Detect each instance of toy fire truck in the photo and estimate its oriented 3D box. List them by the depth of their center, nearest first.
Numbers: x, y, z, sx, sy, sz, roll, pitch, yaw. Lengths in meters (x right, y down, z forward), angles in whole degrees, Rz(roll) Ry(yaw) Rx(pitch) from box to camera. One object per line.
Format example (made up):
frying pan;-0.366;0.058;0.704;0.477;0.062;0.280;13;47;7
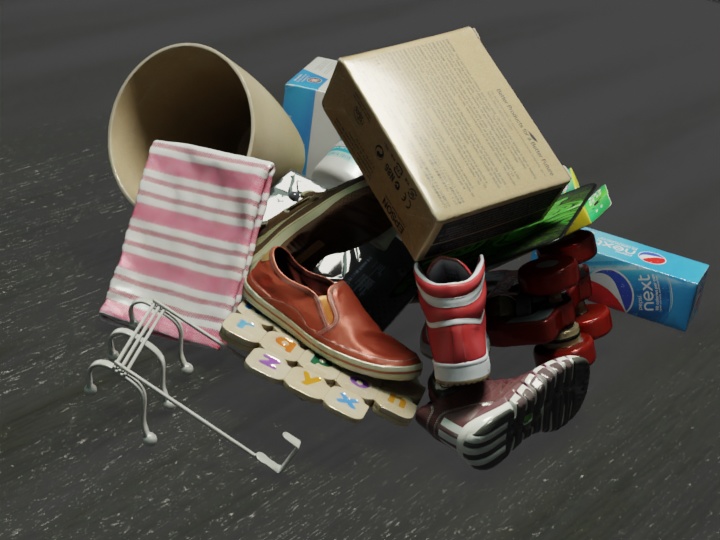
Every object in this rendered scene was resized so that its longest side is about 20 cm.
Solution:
toy fire truck;0.171;0.039;1.504;0.166;0.114;0.200;-8;16;25

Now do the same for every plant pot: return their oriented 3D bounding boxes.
plant pot;-0.147;-0.139;1.559;0.186;0.190;0.199;21;6;26

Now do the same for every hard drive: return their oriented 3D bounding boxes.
hard drive;-0.035;-0.009;1.489;0.199;0.043;0.135;35;58;14

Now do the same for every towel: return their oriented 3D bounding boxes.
towel;-0.175;-0.029;1.417;0.144;0.203;0.030;11;-10;22

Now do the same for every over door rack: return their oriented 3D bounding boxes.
over door rack;-0.142;0.111;1.281;0.198;0.067;0.148;23;25;-2

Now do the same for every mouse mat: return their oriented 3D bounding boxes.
mouse mat;0.134;-0.031;1.412;0.198;0.008;0.161;-19;15;30

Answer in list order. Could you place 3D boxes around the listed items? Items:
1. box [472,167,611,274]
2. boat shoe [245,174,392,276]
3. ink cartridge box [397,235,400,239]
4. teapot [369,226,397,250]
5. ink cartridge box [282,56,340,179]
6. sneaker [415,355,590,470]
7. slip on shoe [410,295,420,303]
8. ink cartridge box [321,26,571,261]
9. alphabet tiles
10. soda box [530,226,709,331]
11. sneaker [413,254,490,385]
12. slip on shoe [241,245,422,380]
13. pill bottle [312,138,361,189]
box;0.176;-0.051;1.529;0.198;0.049;0.117;-24;11;11
boat shoe;-0.040;-0.057;1.410;0.201;0.075;0.075;-31;50;12
ink cartridge box;-0.060;-0.043;1.674;0.198;0.051;0.162;28;27;6
teapot;0.078;-0.113;1.514;0.198;0.147;0.198;7;36;-32
ink cartridge box;0.008;-0.175;1.835;0.197;0.147;0.147;14;24;11
sneaker;0.129;0.113;1.345;0.115;0.077;0.199;23;29;36
slip on shoe;0.000;0.000;1.547;0.197;0.077;0.061;13;15;-9
ink cartridge box;0.081;-0.125;1.351;0.163;0.075;0.201;-16;63;-29
alphabet tiles;-0.035;0.086;1.332;0.198;0.015;0.196;25;20;4
soda box;0.301;0.003;1.648;0.198;0.065;0.068;18;26;20
sneaker;0.087;0.033;1.346;0.070;0.114;0.200;-8;10;-1
slip on shoe;-0.024;0.043;1.343;0.199;0.062;0.074;33;19;18
pill bottle;0.041;-0.146;1.659;0.110;0.111;0.200;26;65;33
